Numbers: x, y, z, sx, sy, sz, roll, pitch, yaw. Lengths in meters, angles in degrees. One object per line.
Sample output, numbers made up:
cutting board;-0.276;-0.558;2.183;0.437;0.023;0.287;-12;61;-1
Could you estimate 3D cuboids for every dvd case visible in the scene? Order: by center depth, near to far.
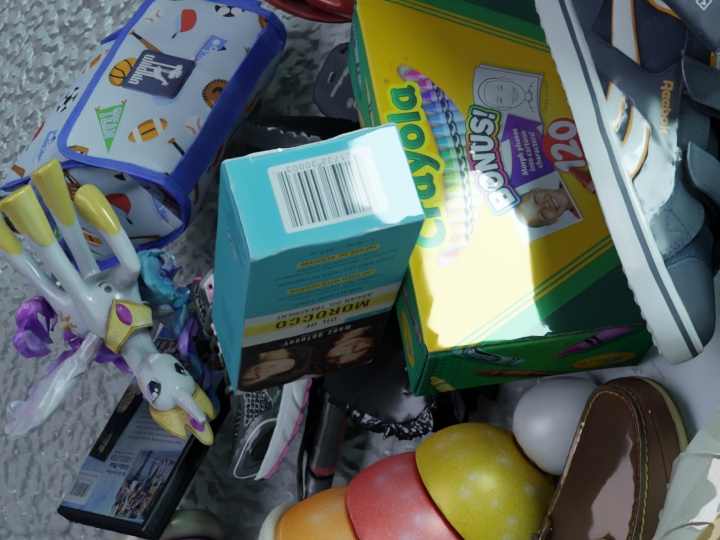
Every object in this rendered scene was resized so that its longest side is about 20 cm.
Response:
dvd case;-0.132;0.094;1.066;0.142;0.018;0.201;-4;53;55

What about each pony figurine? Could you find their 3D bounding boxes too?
pony figurine;-0.179;0.029;1.003;0.201;0.166;0.193;58;156;-14

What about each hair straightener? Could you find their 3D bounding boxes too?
hair straightener;-0.011;0.071;0.964;0.077;0.040;0.203;-143;60;-81

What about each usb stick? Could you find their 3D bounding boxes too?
usb stick;0.023;-0.085;0.947;0.200;0.032;0.056;51;123;49

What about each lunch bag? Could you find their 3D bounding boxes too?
lunch bag;-0.150;-0.104;1.086;0.199;0.124;0.171;-10;45;51

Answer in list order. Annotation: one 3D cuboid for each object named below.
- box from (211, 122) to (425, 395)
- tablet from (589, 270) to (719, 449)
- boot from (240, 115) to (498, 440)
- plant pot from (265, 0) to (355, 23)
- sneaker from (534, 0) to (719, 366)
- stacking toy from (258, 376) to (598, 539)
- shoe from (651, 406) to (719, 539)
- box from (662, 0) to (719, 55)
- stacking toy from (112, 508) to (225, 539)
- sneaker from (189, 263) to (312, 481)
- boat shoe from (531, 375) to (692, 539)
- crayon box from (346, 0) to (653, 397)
box;-0.026;0.001;0.731;0.200;0.081;0.050;106;149;-68
tablet;0.155;0.012;0.745;0.131;0.014;0.201;-61;39;25
boot;0.000;0.000;0.877;0.197;0.073;0.165;17;110;41
plant pot;0.010;-0.236;0.869;0.182;0.198;0.203;-1;80;62
sneaker;0.140;-0.061;0.683;0.079;0.078;0.202;-19;66;13
stacking toy;0.057;0.132;0.788;0.200;0.146;0.147;-43;46;17
shoe;0.177;0.084;0.647;0.201;0.069;0.054;-55;42;19
box;0.156;-0.216;0.650;0.201;0.107;0.149;51;122;16
stacking toy;-0.112;0.268;1.015;0.085;0.085;0.202;-45;52;40
sneaker;-0.071;0.036;0.968;0.080;0.085;0.202;115;165;-69
boat shoe;0.110;0.150;0.715;0.072;0.067;0.203;13;96;57
crayon box;0.067;-0.046;0.755;0.058;0.117;0.202;101;160;-64
